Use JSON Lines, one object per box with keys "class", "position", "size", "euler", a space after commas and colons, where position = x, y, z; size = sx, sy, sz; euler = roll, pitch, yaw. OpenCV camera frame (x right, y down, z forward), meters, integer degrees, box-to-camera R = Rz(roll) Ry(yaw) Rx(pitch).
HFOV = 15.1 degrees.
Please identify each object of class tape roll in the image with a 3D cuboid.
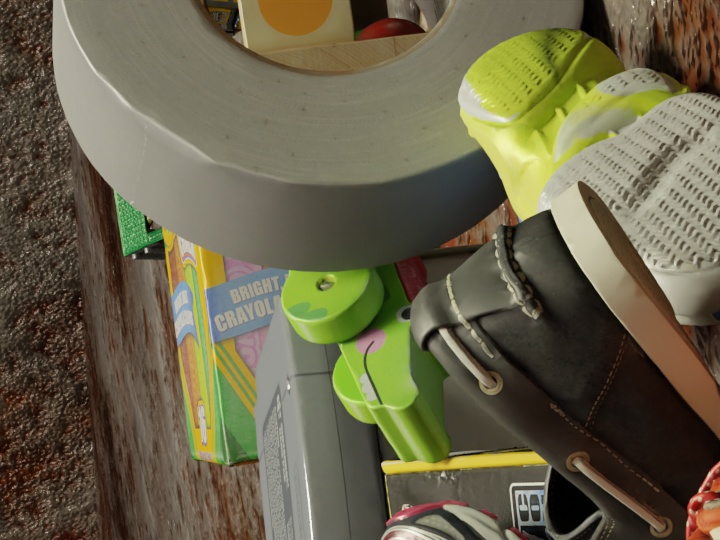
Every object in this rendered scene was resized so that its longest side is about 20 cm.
{"class": "tape roll", "position": [-0.017, -0.101, 1.038], "size": [0.066, 0.200, 0.200], "euler": [103, 157, -59]}

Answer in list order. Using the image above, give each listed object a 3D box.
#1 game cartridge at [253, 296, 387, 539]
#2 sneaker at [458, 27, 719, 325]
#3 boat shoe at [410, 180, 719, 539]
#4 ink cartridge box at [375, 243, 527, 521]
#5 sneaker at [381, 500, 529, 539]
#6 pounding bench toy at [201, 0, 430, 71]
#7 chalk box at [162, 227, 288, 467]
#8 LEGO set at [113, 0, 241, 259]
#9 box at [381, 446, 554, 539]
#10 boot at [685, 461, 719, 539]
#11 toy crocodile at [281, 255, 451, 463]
{"class": "game cartridge", "position": [-0.015, 0.118, 1.148], "size": [0.133, 0.040, 0.200], "euler": [103, 161, -69]}
{"class": "sneaker", "position": [0.097, -0.009, 0.903], "size": [0.200, 0.076, 0.105], "euler": [-119, 6, -62]}
{"class": "boat shoe", "position": [0.086, 0.061, 0.798], "size": [0.200, 0.068, 0.072], "euler": [52, -173, -33]}
{"class": "ink cartridge box", "position": [0.029, 0.069, 1.231], "size": [0.200, 0.083, 0.147], "euler": [159, 104, -79]}
{"class": "sneaker", "position": [0.044, 0.177, 0.941], "size": [0.081, 0.075, 0.200], "euler": [-39, 62, 55]}
{"class": "pounding bench toy", "position": [-0.030, -0.148, 1.280], "size": [0.200, 0.124, 0.156], "euler": [-173, 75, -79]}
{"class": "chalk box", "position": [-0.034, -0.007, 1.401], "size": [0.124, 0.124, 0.200], "euler": [161, 100, -79]}
{"class": "LEGO set", "position": [-0.083, -0.093, 1.744], "size": [0.154, 0.116, 0.200], "euler": [-34, 64, 45]}
{"class": "box", "position": [0.080, 0.163, 0.997], "size": [0.160, 0.049, 0.200], "euler": [-10, 88, 57]}
{"class": "boot", "position": [0.118, 0.053, 0.694], "size": [0.200, 0.107, 0.075], "euler": [-112, 16, -59]}
{"class": "toy crocodile", "position": [0.000, 0.000, 1.075], "size": [0.068, 0.062, 0.200], "euler": [59, -176, -38]}
